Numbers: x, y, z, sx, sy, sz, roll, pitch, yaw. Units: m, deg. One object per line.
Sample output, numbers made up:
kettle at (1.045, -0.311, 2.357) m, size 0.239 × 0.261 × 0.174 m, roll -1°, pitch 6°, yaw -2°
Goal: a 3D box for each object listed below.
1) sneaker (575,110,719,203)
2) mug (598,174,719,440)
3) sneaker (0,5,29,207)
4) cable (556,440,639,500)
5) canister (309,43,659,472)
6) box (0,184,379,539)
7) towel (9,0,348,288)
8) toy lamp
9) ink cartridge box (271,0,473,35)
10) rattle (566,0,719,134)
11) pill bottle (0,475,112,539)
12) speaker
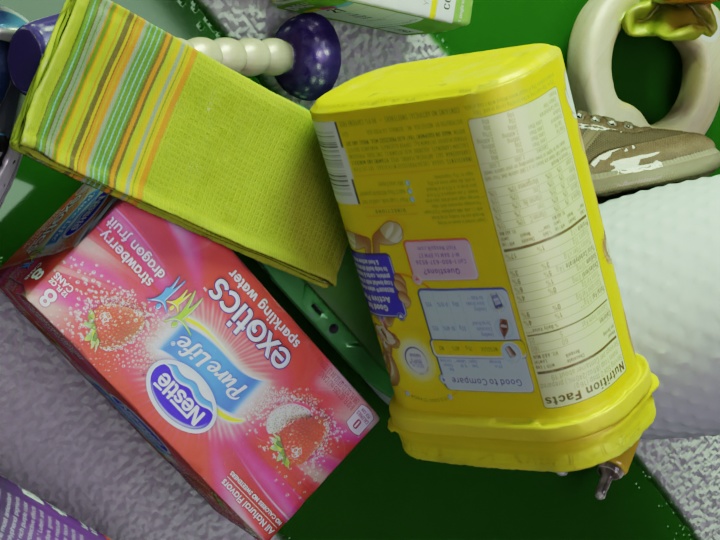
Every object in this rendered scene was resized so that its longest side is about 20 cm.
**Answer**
sneaker at (0.120, -0.077, 0.878) m, size 0.197 × 0.070 × 0.077 m, roll -9°, pitch 85°, yaw 0°
mug at (0.178, 0.022, 0.872) m, size 0.200 × 0.173 × 0.149 m, roll -33°, pitch 111°, yaw -66°
sneaker at (-0.217, -0.042, 0.745) m, size 0.071 × 0.072 × 0.202 m, roll 15°, pitch 90°, yaw -28°
cable at (0.190, 0.057, 0.989) m, size 0.097 × 0.050 × 0.200 m, roll 47°, pitch 62°, yaw -5°
canister at (0.062, -0.006, 0.748) m, size 0.086 × 0.147 × 0.202 m, roll -34°, pitch 114°, yaw -44°
box at (-0.097, 0.044, 0.800) m, size 0.100 × 0.095 × 0.200 m, roll -46°, pitch 113°, yaw -14°
towel at (-0.077, -0.063, 0.734) m, size 0.199 × 0.018 × 0.087 m, roll 25°, pitch 82°, yaw -35°
toy lamp at (-0.097, -0.113, 0.773) m, size 0.199 × 0.058 × 0.059 m, roll -7°, pitch 99°, yaw -45°
ink cartridge box at (-0.029, -0.226, 0.816) m, size 0.198 × 0.076 × 0.150 m, roll 6°, pitch 92°, yaw -28°
rattle at (0.203, -0.096, 0.917) m, size 0.130 × 0.142 × 0.202 m, roll 31°, pitch 75°, yaw -44°
pill bottle at (-0.213, 0.158, 0.745) m, size 0.199 × 0.111 × 0.112 m, roll 37°, pitch 79°, yaw -25°
speaker at (0.000, 0.000, 0.851) m, size 0.089 × 0.088 × 0.200 m, roll -47°, pitch 113°, yaw -14°
